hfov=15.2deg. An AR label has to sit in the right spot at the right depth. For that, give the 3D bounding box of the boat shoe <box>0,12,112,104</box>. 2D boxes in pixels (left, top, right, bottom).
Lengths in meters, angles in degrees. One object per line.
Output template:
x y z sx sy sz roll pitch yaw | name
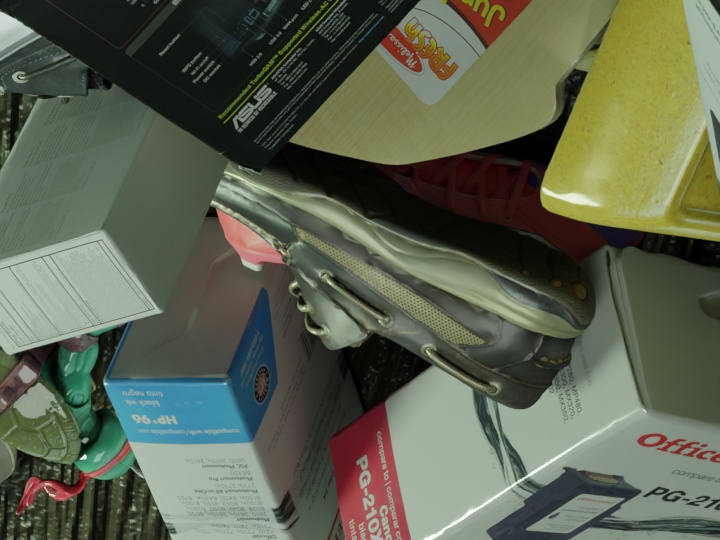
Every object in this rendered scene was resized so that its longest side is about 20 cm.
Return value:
-0.116 -0.100 1.087 0.199 0.070 0.066 -25 122 26 | boat shoe

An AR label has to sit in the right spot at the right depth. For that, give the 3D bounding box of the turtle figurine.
-0.158 0.036 1.315 0.200 0.101 0.149 44 131 -16 | turtle figurine

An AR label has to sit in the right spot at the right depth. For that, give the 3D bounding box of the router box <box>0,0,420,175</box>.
-0.034 -0.150 0.970 0.200 0.062 0.150 -46 129 15 | router box

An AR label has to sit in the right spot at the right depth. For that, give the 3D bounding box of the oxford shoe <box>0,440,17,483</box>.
-0.280 0.079 1.422 0.199 0.058 0.075 20 138 2 | oxford shoe

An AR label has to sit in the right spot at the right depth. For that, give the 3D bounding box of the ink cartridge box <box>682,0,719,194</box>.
0.205 -0.043 0.975 0.144 0.084 0.201 -19 129 -2 | ink cartridge box

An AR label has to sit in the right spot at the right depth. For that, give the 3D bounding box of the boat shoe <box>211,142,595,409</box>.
0.000 0.000 1.150 0.199 0.074 0.074 26 108 18 | boat shoe

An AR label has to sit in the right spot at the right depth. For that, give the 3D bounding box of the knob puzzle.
0.012 -0.132 1.070 0.218 0.030 0.221 6 106 24 | knob puzzle

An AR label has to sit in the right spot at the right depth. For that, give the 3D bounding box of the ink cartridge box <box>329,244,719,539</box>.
0.105 0.079 1.231 0.144 0.085 0.200 13 145 -37 | ink cartridge box

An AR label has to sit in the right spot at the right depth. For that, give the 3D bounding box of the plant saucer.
0.193 -0.078 1.030 0.199 0.049 0.201 8 125 -20 | plant saucer

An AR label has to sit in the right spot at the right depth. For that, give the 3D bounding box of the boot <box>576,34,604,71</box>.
0.122 -0.080 1.120 0.199 0.073 0.156 -15 127 27 | boot

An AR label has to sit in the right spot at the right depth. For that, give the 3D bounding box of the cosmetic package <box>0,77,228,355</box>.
-0.095 -0.057 1.123 0.082 0.201 0.051 -13 127 30 | cosmetic package

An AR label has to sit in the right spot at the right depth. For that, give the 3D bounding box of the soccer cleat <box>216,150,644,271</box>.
0.027 -0.035 1.203 0.199 0.067 0.077 4 129 20 | soccer cleat

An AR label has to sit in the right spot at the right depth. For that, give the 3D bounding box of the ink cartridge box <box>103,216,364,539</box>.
-0.048 0.086 1.304 0.067 0.116 0.201 -1 131 21 | ink cartridge box
